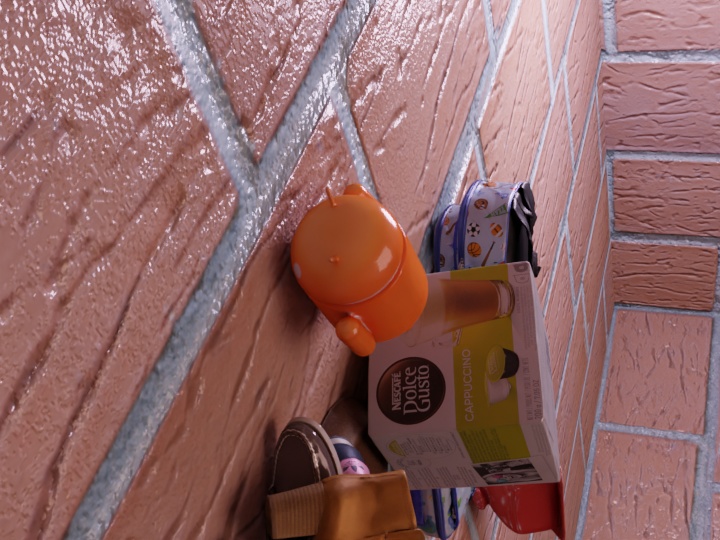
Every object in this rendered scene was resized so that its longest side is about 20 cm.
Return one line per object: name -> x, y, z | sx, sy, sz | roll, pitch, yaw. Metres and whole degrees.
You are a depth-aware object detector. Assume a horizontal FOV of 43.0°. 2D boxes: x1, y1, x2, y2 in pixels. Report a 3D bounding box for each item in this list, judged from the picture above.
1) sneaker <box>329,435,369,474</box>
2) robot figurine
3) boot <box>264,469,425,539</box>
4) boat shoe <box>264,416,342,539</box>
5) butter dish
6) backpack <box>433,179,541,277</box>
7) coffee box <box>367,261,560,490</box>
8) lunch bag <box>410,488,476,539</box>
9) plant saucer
sneaker -> -0.023, 0.277, 0.930 | 0.082, 0.070, 0.201 | -151, -123, -68
robot figurine -> 0.000, -0.002, 0.915 | 0.144, 0.117, 0.200 | -51, 150, -10
boot -> -0.010, 0.286, 0.826 | 0.071, 0.144, 0.202 | -172, -101, -75
boat shoe -> -0.059, 0.243, 0.875 | 0.059, 0.072, 0.201 | -21, 113, -60
butter dish -> 0.269, 0.385, 1.645 | 0.200, 0.147, 0.200 | -127, -160, -53
backpack -> 0.190, -0.038, 1.339 | 0.200, 0.154, 0.191 | -58, 154, -60
coffee box -> 0.125, 0.134, 1.099 | 0.200, 0.197, 0.200 | 61, 26, -56
lunch bag -> 0.106, 0.264, 1.282 | 0.161, 0.082, 0.201 | -47, 135, -54
plant saucer -> -0.009, 0.246, 1.047 | 0.200, 0.037, 0.201 | 5, 90, -69
